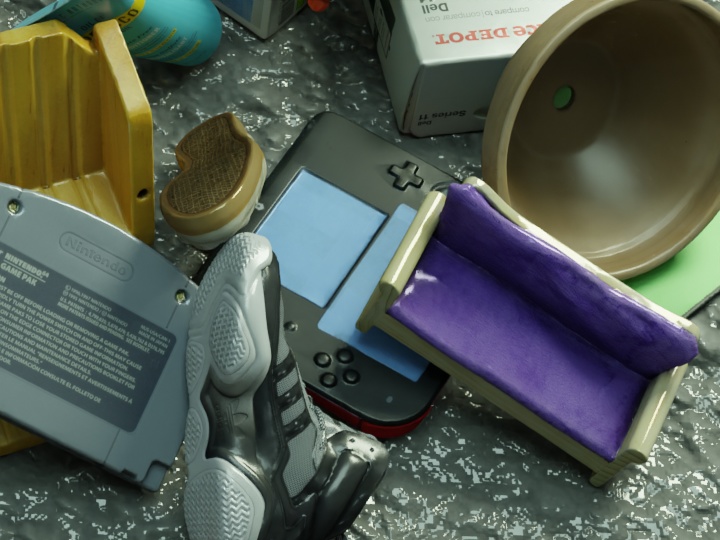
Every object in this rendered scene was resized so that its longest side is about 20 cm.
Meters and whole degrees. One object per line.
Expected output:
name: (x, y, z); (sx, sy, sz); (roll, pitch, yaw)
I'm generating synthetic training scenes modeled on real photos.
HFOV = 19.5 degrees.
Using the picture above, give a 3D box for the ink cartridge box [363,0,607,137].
ink cartridge box: (0.080, -0.204, 1.498); (0.145, 0.083, 0.201); (-7, 59, -14)

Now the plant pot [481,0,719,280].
plant pot: (0.156, -0.102, 1.395); (0.199, 0.202, 0.093); (-17, 31, -19)

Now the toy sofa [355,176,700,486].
toy sofa: (0.106, 0.038, 1.308); (0.199, 0.098, 0.083); (34, 57, -5)

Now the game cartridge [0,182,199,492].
game cartridge: (-0.181, 0.032, 1.261); (0.199, 0.041, 0.134); (30, 73, -20)

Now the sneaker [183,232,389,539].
sneaker: (-0.043, 0.081, 1.266); (0.113, 0.075, 0.202); (4, 88, -29)

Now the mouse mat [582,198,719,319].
mouse mat: (0.200, -0.044, 1.459); (0.199, 0.008, 0.161); (-34, 68, -27)

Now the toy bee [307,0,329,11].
toy bee: (-0.008, -0.231, 1.398); (0.131, 0.109, 0.200); (50, 41, -1)

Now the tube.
tube: (-0.153, -0.167, 1.379); (0.077, 0.200, 0.051); (-32, 81, 19)

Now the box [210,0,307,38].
box: (-0.109, -0.280, 1.501); (0.199, 0.113, 0.101); (35, 58, 15)

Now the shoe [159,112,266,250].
shoe: (-0.085, -0.050, 1.329); (0.069, 0.054, 0.200); (-26, 17, 6)

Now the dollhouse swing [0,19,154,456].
dollhouse swing: (-0.211, -0.017, 1.288); (0.198, 0.183, 0.176); (-16, 50, -19)

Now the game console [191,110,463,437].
game console: (0.000, 0.000, 1.375); (0.176, 0.031, 0.200); (31, 56, 6)
